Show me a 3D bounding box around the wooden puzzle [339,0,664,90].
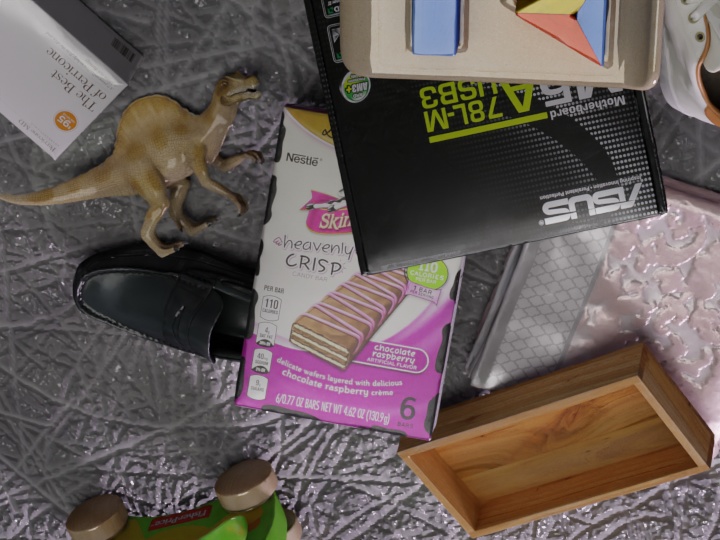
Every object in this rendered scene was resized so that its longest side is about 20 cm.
[{"bbox_3d":[0.081,-0.195,1.281,0.198,0.046,0.187,5,115,11],"label":"wooden puzzle"}]

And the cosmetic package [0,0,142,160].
[{"bbox_3d":[-0.246,-0.171,1.426,0.200,0.051,0.082,41,119,-14],"label":"cosmetic package"}]

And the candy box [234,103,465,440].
[{"bbox_3d":[0.000,0.000,1.434,0.135,0.061,0.202,9,95,3],"label":"candy box"}]

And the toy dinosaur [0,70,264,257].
[{"bbox_3d":[-0.138,-0.066,1.477,0.199,0.058,0.102,-27,98,14],"label":"toy dinosaur"}]

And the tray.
[{"bbox_3d":[0.135,0.120,1.511,0.199,0.037,0.099,-21,123,32],"label":"tray"}]

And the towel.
[{"bbox_3d":[0.186,0.027,1.481,0.190,0.032,0.201,18,122,-1],"label":"towel"}]

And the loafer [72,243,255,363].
[{"bbox_3d":[-0.105,0.028,1.505,0.199,0.071,0.069,9,121,4],"label":"loafer"}]

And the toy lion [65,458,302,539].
[{"bbox_3d":[-0.154,0.231,1.561,0.199,0.192,0.069,-15,117,17],"label":"toy lion"}]

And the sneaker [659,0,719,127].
[{"bbox_3d":[0.212,-0.175,1.319,0.073,0.085,0.201,-30,122,-12],"label":"sneaker"}]

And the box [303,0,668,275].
[{"bbox_3d":[0.078,-0.110,1.361,0.198,0.048,0.195,-11,91,10],"label":"box"}]
